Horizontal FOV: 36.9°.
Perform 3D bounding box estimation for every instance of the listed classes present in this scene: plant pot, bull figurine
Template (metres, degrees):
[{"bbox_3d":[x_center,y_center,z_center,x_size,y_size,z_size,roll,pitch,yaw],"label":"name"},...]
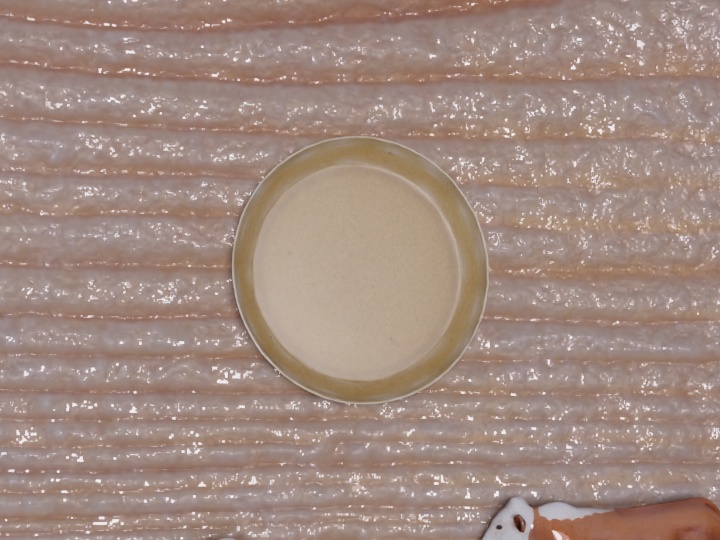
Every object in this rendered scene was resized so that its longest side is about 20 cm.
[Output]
[{"bbox_3d":[0.000,0.000,0.817,0.197,0.027,0.203,2,81,-13],"label":"plant pot"},{"bbox_3d":[0.188,0.225,0.808,0.197,0.065,0.123,-3,86,-11],"label":"bull figurine"}]

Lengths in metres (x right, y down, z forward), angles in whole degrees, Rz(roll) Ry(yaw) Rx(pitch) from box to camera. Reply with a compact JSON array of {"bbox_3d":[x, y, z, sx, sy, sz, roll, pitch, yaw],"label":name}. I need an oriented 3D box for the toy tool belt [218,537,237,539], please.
[{"bbox_3d":[-0.086,0.293,0.723,0.122,0.125,0.201,-34,87,16],"label":"toy tool belt"}]
